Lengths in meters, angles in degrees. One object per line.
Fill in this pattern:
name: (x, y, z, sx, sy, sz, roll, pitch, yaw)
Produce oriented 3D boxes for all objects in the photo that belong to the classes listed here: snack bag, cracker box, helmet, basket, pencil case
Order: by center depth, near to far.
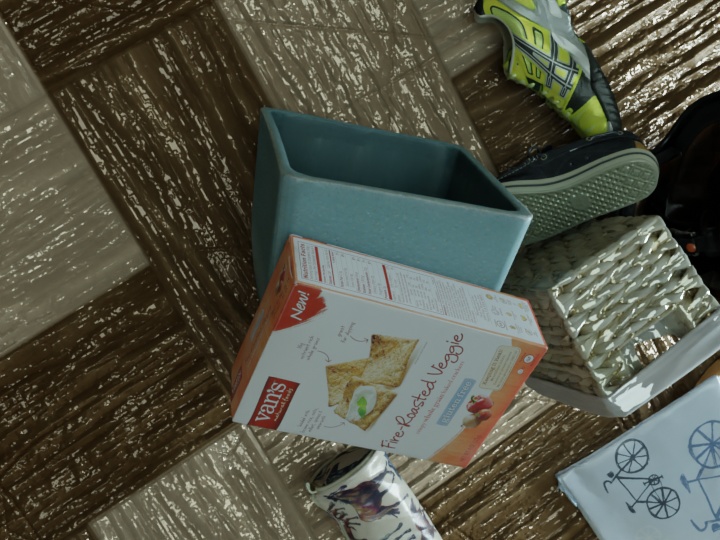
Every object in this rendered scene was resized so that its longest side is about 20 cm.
cracker box: (0.017, 0.065, 0.647, 0.197, 0.058, 0.135, 15, 124, -19)
basket: (0.207, 0.033, 0.794, 0.134, 0.200, 0.125, -32, 97, -9)
pencil case: (0.026, 0.254, 0.826, 0.089, 0.077, 0.202, -37, 104, -23)
helmet: (0.353, -0.060, 0.827, 0.190, 0.199, 0.201, -41, 104, -17)
snack bag: (0.327, 0.232, 0.911, 0.199, 0.021, 0.190, -34, 102, 9)

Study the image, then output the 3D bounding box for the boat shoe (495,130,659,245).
boat shoe: (0.175, -0.077, 0.822, 0.197, 0.063, 0.075, -18, 131, 20)

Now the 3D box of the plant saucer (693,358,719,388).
plant saucer: (0.437, 0.180, 0.948, 0.196, 0.037, 0.204, -1, 95, -14)

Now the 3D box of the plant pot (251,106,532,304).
plant pot: (0.000, 0.000, 0.742, 0.193, 0.196, 0.203, 8, 111, -15)

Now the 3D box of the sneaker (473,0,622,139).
sneaker: (0.178, -0.190, 0.836, 0.076, 0.075, 0.202, -32, 96, 5)
